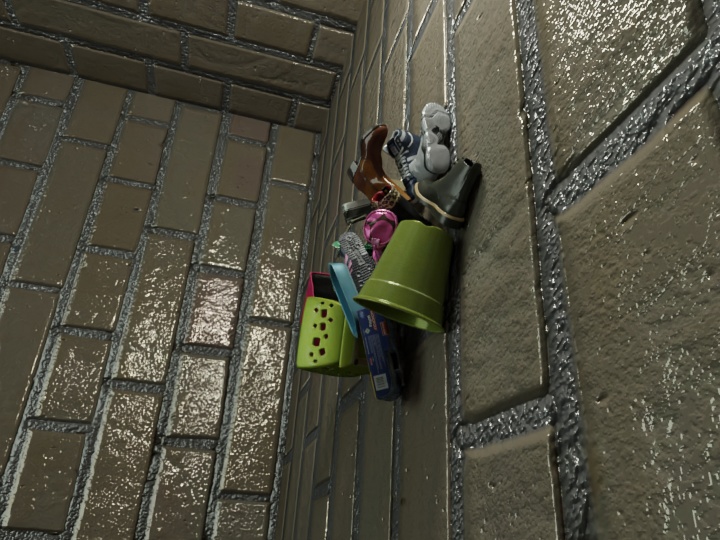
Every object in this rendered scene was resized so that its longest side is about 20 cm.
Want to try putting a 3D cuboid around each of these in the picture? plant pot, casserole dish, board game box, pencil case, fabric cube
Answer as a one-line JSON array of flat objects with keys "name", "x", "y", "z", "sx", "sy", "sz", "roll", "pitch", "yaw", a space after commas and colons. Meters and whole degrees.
[{"name": "plant pot", "x": 0.107, "y": 0.005, "z": 1.156, "sx": 0.200, "sy": 0.198, "sz": 0.192, "roll": 161, "pitch": 130, "yaw": -76}, {"name": "casserole dish", "x": -0.028, "y": 0.067, "z": 1.370, "sx": 0.121, "sy": 0.038, "sz": 0.201, "roll": 100, "pitch": 148, "yaw": -68}, {"name": "board game box", "x": 0.062, "y": 0.200, "z": 1.314, "sx": 0.200, "sy": 0.061, "sz": 0.202, "roll": 44, "pitch": -148, "yaw": -70}, {"name": "pencil case", "x": 0.055, "y": -0.063, "z": 1.290, "sx": 0.094, "sy": 0.090, "sz": 0.200, "roll": -61, "pitch": -17, "yaw": -11}, {"name": "fabric cube", "x": -0.083, "y": 0.148, "z": 1.822, "sx": 0.200, "sy": 0.194, "sz": 0.201, "roll": -106, "pitch": 27, "yaw": -61}, {"name": "plant pot", "x": -0.033, "y": 0.185, "z": 1.508, "sx": 0.180, "sy": 0.198, "sz": 0.202, "roll": -3, "pitch": 73, "yaw": 41}]

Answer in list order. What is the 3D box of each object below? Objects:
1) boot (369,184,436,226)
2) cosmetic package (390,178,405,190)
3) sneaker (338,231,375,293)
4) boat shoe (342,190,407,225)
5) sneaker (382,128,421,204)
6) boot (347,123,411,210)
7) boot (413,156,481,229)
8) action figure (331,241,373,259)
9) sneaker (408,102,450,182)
[{"name": "boot", "x": 0.090, "y": -0.130, "z": 1.335, "sx": 0.073, "sy": 0.150, "sz": 0.200, "roll": -50, "pitch": 15, "yaw": -3}, {"name": "cosmetic package", "x": 0.080, "y": -0.151, "z": 1.605, "sx": 0.105, "sy": 0.070, "sz": 0.202, "roll": 121, "pitch": 155, "yaw": -60}, {"name": "sneaker", "x": 0.000, "y": 0.000, "z": 1.413, "sx": 0.082, "sy": 0.069, "sz": 0.201, "roll": 86, "pitch": 166, "yaw": -57}, {"name": "boat shoe", "x": 0.051, "y": -0.168, "z": 1.521, "sx": 0.071, "sy": 0.198, "sz": 0.064, "roll": 52, "pitch": -155, "yaw": -86}, {"name": "sneaker", "x": 0.113, "y": -0.273, "z": 1.443, "sx": 0.070, "sy": 0.108, "sz": 0.202, "roll": -30, "pitch": 48, "yaw": 52}, {"name": "boot", "x": 0.059, "y": -0.242, "z": 1.418, "sx": 0.201, "sy": 0.068, "sz": 0.189, "roll": 54, "pitch": 126, "yaw": 25}, {"name": "boot", "x": 0.187, "y": -0.188, "z": 1.178, "sx": 0.200, "sy": 0.077, "sz": 0.139, "roll": 56, "pitch": 132, "yaw": 54}, {"name": "action figure", "x": 0.036, "y": -0.049, "z": 1.511, "sx": 0.118, "sy": 0.198, "sz": 0.055, "roll": -4, "pitch": -84, "yaw": -63}, {"name": "sneaker", "x": 0.161, "y": -0.296, "z": 1.342, "sx": 0.115, "sy": 0.074, "sz": 0.202, "roll": 128, "pitch": 146, "yaw": -60}]
